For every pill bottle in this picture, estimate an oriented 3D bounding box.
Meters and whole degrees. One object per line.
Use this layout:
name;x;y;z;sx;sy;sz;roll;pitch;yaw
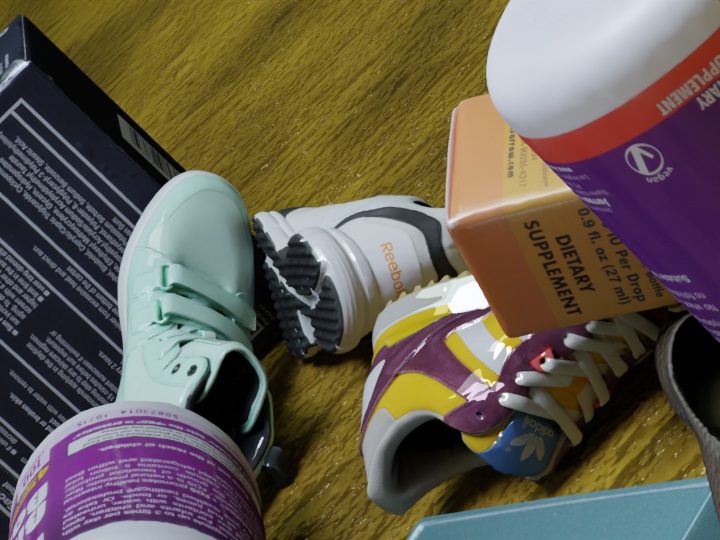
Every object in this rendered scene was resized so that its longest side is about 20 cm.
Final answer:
pill bottle;-0.089;0.137;1.092;0.112;0.112;0.200;-43;17;9
pill bottle;0.138;-0.025;0.790;0.112;0.200;0.112;-41;18;16

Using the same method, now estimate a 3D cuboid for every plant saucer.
plant saucer;0.063;0.108;0.971;0.070;0.019;0.200;-55;19;-27

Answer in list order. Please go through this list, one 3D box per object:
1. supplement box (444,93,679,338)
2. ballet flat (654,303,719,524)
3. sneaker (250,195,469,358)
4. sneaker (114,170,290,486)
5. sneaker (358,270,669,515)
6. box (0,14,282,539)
supplement box;0.133;-0.038;0.927;0.200;0.067;0.069;-15;42;18
ballet flat;0.131;0.042;0.890;0.067;0.046;0.200;-23;24;11
sneaker;0.000;0.000;1.296;0.080;0.074;0.200;-20;9;-12
sneaker;-0.067;0.032;1.287;0.118;0.074;0.201;-28;46;53
sneaker;0.080;0.033;1.031;0.200;0.075;0.090;-31;38;41
box;-0.177;0.009;1.426;0.198;0.200;0.123;-43;18;6
